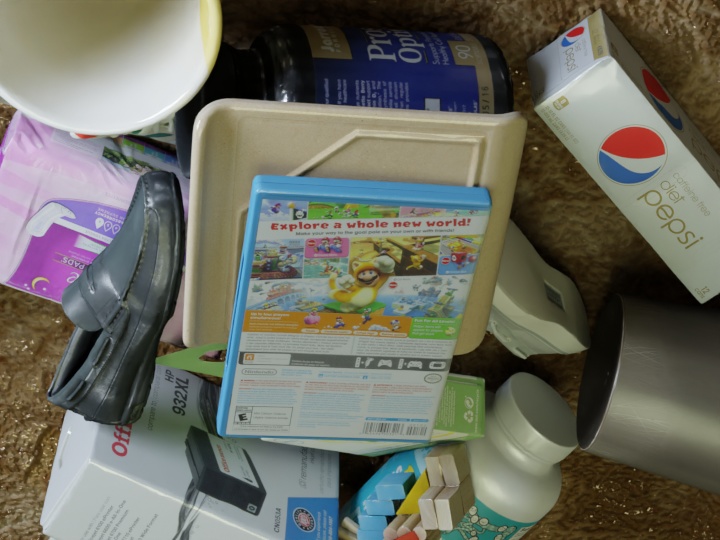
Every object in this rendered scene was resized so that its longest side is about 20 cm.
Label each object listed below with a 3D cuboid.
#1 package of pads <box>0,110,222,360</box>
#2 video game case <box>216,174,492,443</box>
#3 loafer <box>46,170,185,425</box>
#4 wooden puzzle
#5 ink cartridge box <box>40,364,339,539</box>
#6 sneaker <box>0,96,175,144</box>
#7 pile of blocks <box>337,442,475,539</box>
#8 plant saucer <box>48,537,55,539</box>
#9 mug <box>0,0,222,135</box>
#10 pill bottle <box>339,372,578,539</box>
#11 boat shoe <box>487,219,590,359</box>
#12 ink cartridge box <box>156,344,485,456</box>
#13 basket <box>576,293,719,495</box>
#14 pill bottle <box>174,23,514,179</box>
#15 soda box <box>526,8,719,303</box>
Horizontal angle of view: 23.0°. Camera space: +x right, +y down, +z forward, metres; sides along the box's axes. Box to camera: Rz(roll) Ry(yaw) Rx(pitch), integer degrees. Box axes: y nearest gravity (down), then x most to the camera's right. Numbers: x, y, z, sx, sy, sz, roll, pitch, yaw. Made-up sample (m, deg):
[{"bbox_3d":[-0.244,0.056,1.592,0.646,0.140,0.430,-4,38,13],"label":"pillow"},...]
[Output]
[{"bbox_3d":[-0.163,-0.026,1.214,0.198,0.076,0.121,20,118,-14],"label":"package of pads"},{"bbox_3d":[-0.008,0.029,1.087,0.142,0.018,0.201,3,130,-11],"label":"video game case"},{"bbox_3d":[-0.160,0.021,1.158,0.070,0.068,0.202,8,127,-17],"label":"loafer"},{"bbox_3d":[-0.007,-0.026,1.076,0.198,0.037,0.186,0,131,-9],"label":"wooden puzzle"},{"bbox_3d":[-0.119,0.157,1.297,0.199,0.146,0.084,26,121,-16],"label":"ink cartridge box"},{"bbox_3d":[-0.150,-0.106,1.148,0.198,0.094,0.071,18,123,-11],"label":"sneaker"},{"bbox_3d":[0.013,0.205,1.262,0.082,0.062,0.201,31,116,13],"label":"pile of blocks"},{"bbox_3d":[-0.170,0.271,1.393,0.198,0.050,0.202,8,114,18],"label":"plant saucer"},{"bbox_3d":[-0.135,-0.187,1.056,0.185,0.154,0.150,-11,123,8],"label":"mug"},{"bbox_3d":[0.074,0.166,1.322,0.110,0.111,0.200,31,119,-19],"label":"pill bottle"},{"bbox_3d":[0.094,0.015,1.213,0.068,0.073,0.200,-19,159,22],"label":"boat shoe"},{"bbox_3d":[-0.032,0.090,1.232,0.198,0.048,0.145,11,164,-32],"label":"ink cartridge box"},{"bbox_3d":[0.261,0.092,1.235,0.198,0.181,0.137,14,114,-3],"label":"basket"},{"bbox_3d":[-0.012,-0.097,1.116,0.198,0.112,0.113,1,126,-18],"label":"pill bottle"},{"bbox_3d":[0.195,-0.074,1.180,0.063,0.068,0.200,-34,118,22],"label":"soda box"}]
